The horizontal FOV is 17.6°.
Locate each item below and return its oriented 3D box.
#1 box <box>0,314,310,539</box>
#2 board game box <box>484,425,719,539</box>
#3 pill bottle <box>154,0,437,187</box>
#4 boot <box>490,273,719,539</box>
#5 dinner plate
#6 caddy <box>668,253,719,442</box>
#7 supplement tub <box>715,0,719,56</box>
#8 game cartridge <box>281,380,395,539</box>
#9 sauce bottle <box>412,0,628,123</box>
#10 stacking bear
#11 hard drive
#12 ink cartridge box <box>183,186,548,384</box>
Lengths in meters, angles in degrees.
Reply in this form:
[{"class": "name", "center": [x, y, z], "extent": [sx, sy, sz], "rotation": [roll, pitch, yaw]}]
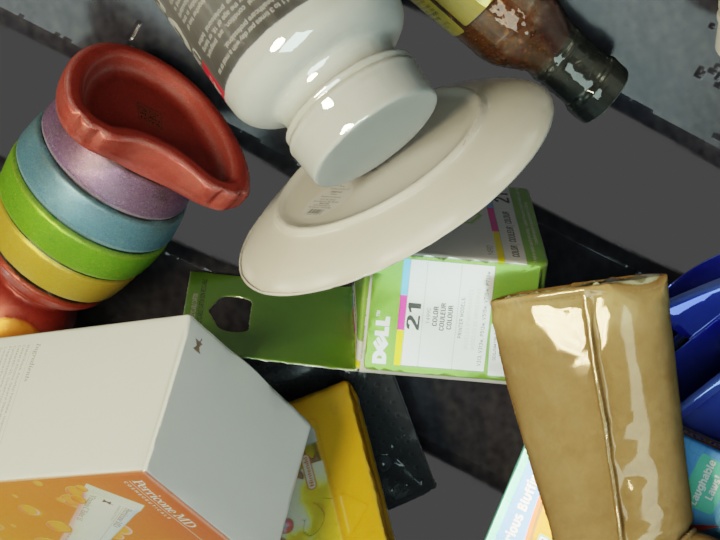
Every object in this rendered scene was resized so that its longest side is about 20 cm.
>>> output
[{"class": "box", "center": [-0.150, 0.105, 1.310], "extent": [0.199, 0.098, 0.124], "rotation": [-8, 144, 34]}, {"class": "board game box", "center": [0.170, 0.165, 1.284], "extent": [0.199, 0.045, 0.153], "rotation": [23, 97, 14]}, {"class": "pill bottle", "center": [-0.046, -0.148, 1.263], "extent": [0.111, 0.111, 0.200], "rotation": [-39, 74, 13]}, {"class": "boot", "center": [0.165, 0.100, 1.224], "extent": [0.174, 0.066, 0.201], "rotation": [-9, 90, 15]}, {"class": "dinner plate", "center": [0.014, -0.055, 1.294], "extent": [0.200, 0.200, 0.024], "rotation": [-29, 113, 10]}, {"class": "caddy", "center": [0.187, 0.069, 1.376], "extent": [0.200, 0.141, 0.105], "rotation": [-40, 108, 12]}, {"class": "supplement tub", "center": [0.272, -0.209, 1.279], "extent": [0.131, 0.132, 0.201], "rotation": [5, 111, -3]}, {"class": "game cartridge", "center": [-0.077, 0.173, 1.357], "extent": [0.199, 0.177, 0.032], "rotation": [-20, 147, 6]}, {"class": "sauce bottle", "center": [0.067, -0.161, 1.330], "extent": [0.200, 0.066, 0.066], "rotation": [40, 105, -16]}, {"class": "stacking bear", "center": [-0.169, -0.024, 1.354], "extent": [0.121, 0.114, 0.200], "rotation": [26, 119, -24]}, {"class": "hard drive", "center": [-0.066, 0.106, 1.437], "extent": [0.199, 0.042, 0.135], "rotation": [-18, 110, 7]}, {"class": "ink cartridge box", "center": [0.000, 0.000, 1.342], "extent": [0.199, 0.148, 0.076], "rotation": [5, 109, -3]}]
